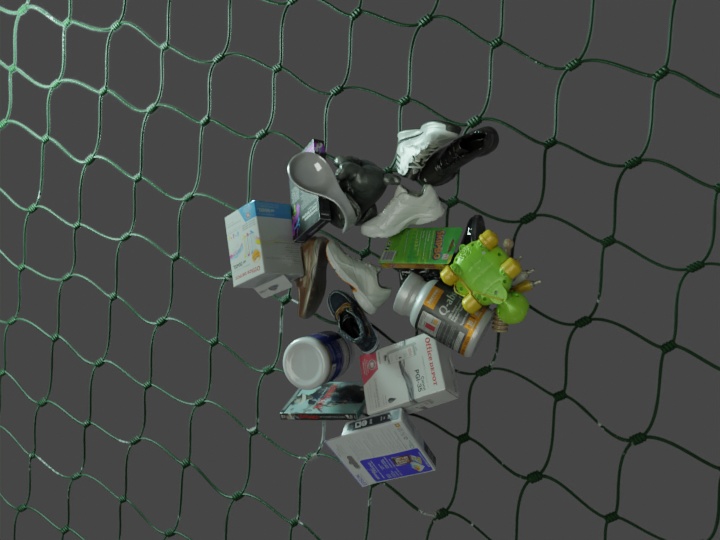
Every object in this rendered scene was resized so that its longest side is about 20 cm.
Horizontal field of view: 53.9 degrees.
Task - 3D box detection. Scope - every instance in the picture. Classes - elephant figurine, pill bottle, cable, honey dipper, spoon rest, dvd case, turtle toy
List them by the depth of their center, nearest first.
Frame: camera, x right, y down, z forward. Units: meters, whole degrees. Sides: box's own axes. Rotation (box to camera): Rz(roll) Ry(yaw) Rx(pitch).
[{"bbox_3d":[0.268,0.024,1.456,0.145,0.101,0.201,-41,69,14],"label":"turtle toy"},{"bbox_3d":[0.309,0.031,1.514,0.037,0.038,0.204,10,106,21],"label":"honey dipper"},{"bbox_3d":[0.177,0.092,1.528,0.198,0.116,0.118,29,103,15],"label":"pill bottle"},{"bbox_3d":[-0.078,-0.178,1.552,0.201,0.099,0.061,50,151,1],"label":"spoon rest"},{"bbox_3d":[0.294,0.042,1.556,0.199,0.050,0.098,-39,85,18],"label":"cable"},{"bbox_3d":[-0.089,0.202,1.641,0.114,0.200,0.118,1,92,20],"label":"pill bottle"},{"bbox_3d":[-0.021,-0.154,1.646,0.155,0.139,0.203,46,124,57],"label":"elephant figurine"},{"bbox_3d":[-0.075,0.307,1.672,0.197,0.146,0.022,-6,109,23],"label":"dvd case"}]

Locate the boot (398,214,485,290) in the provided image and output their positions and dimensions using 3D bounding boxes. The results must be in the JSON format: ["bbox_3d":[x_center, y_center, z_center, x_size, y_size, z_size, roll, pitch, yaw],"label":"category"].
[{"bbox_3d":[0.181,-0.038,1.599,0.197,0.065,0.168,-2,78,32],"label":"boot"}]

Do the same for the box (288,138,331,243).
[{"bbox_3d":[-0.121,-0.183,1.654,0.143,0.036,0.204,-33,56,54],"label":"box"}]

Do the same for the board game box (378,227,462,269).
[{"bbox_3d":[0.136,-0.050,1.570,0.198,0.030,0.097,0,57,45],"label":"board game box"}]

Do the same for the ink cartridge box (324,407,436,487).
[{"bbox_3d":[0.047,0.409,1.621,0.197,0.044,0.199,-19,126,19],"label":"ink cartridge box"}]

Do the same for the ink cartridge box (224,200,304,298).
[{"bbox_3d":[-0.228,-0.046,1.687,0.128,0.124,0.204,-22,72,41],"label":"ink cartridge box"}]

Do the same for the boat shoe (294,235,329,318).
[{"bbox_3d":[-0.126,0.015,1.719,0.071,0.075,0.204,12,90,27],"label":"boat shoe"}]

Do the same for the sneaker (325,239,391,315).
[{"bbox_3d":[0.000,0.000,1.670,0.092,0.076,0.201,-38,87,11],"label":"sneaker"}]

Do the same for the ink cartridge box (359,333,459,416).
[{"bbox_3d":[0.108,0.239,1.600,0.198,0.083,0.149,-22,58,22],"label":"ink cartridge box"}]

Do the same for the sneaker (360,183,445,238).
[{"bbox_3d":[0.086,-0.141,1.600,0.197,0.078,0.101,-20,107,7],"label":"sneaker"}]

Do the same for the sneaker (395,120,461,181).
[{"bbox_3d":[0.145,-0.254,1.546,0.199,0.075,0.118,-1,79,59],"label":"sneaker"}]

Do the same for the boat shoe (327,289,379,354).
[{"bbox_3d":[-0.030,0.102,1.640,0.071,0.091,0.201,-43,54,4],"label":"boat shoe"}]

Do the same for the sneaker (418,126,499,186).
[{"bbox_3d":[0.207,-0.255,1.556,0.199,0.091,0.077,-35,82,21],"label":"sneaker"}]
